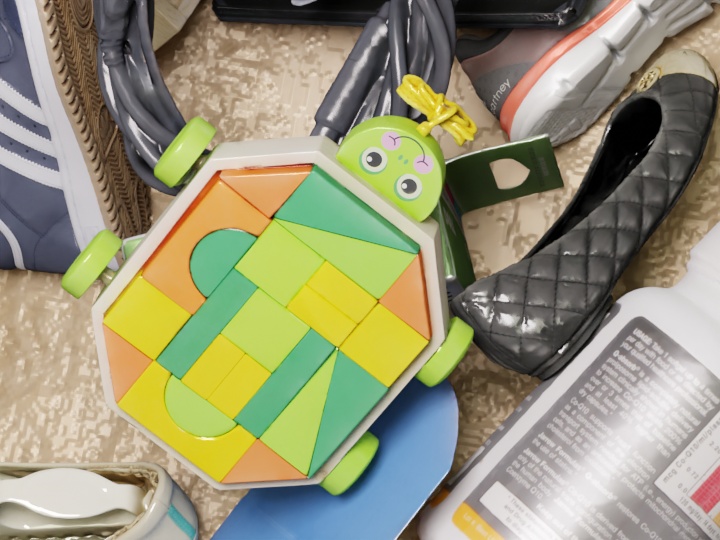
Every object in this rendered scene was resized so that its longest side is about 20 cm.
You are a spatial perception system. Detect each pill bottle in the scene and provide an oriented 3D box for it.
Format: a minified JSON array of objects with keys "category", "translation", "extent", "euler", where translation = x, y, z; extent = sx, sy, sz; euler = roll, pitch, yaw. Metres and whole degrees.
[{"category":"pill bottle","translation":[0.129,0.080,1.322],"extent":[0.116,0.116,0.200],"euler":[43,87,16]}]

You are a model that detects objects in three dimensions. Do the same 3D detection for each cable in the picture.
[{"category":"cable","translation":[-0.036,-0.112,1.298],"extent":[0.163,0.051,0.200],"euler":[-3,103,1]}]

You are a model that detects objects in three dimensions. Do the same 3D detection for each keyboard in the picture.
[{"category":"keyboard","translation":[0.031,-0.153,1.418],"extent":[0.200,0.040,0.104],"euler":[5,64,30]}]

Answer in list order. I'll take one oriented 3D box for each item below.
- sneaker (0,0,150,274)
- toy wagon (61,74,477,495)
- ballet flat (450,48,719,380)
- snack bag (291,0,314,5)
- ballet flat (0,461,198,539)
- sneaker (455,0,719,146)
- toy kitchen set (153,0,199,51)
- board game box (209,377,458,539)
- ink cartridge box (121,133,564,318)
[{"category":"sneaker","translation":[-0.171,-0.079,1.388],"extent":[0.108,0.200,0.070],"euler":[-2,35,15]},{"category":"toy wagon","translation":[-0.027,0.001,1.281],"extent":[0.155,0.040,0.200],"euler":[38,111,-8]},{"category":"ballet flat","translation":[0.108,-0.035,1.349],"extent":[0.057,0.066,0.200],"euler":[40,56,-10]},{"category":"snack bag","translation":[0.047,-0.212,1.408],"extent":[0.200,0.021,0.189],"euler":[-16,44,5]},{"category":"ballet flat","translation":[-0.176,0.112,1.391],"extent":[0.200,0.069,0.069],"euler":[-1,77,9]},{"category":"sneaker","translation":[0.123,-0.149,1.401],"extent":[0.200,0.077,0.082],"euler":[-42,67,-3]},{"category":"toy kitchen set","translation":[-0.179,-0.191,1.471],"extent":[0.200,0.180,0.163],"euler":[43,42,-14]},{"category":"board game box","translation":[-0.016,0.132,1.340],"extent":[0.039,0.158,0.200],"euler":[40,85,-22]},{"category":"ink cartridge box","translation":[0.000,0.000,1.369],"extent":[0.200,0.104,0.059],"euler":[-15,75,5]}]
